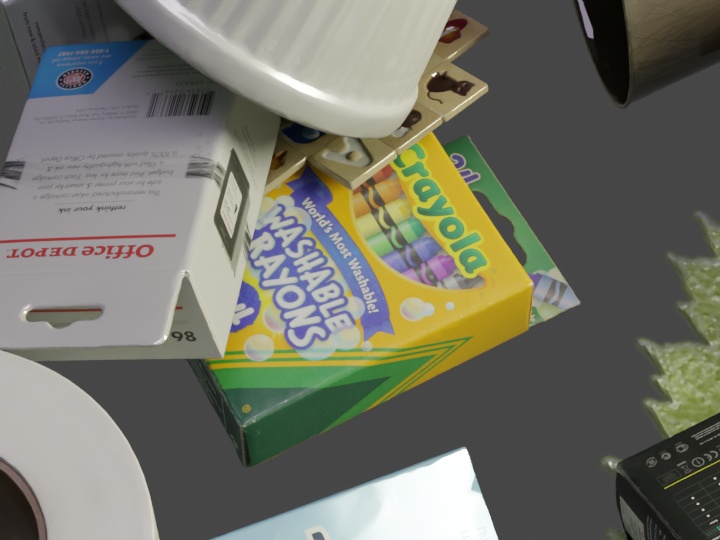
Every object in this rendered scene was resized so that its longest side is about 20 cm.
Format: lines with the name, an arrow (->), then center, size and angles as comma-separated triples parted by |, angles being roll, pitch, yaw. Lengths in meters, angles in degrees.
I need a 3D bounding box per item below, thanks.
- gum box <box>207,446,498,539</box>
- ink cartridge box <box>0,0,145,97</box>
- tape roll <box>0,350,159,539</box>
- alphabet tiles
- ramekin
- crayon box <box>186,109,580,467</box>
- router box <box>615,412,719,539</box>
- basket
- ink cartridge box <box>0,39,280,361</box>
gum box -> -0.015, 0.186, 0.899 | 0.199, 0.045, 0.171 | -17, 84, -32
ink cartridge box -> -0.148, -0.212, 1.211 | 0.200, 0.084, 0.145 | -34, 58, -18
tape roll -> -0.185, 0.154, 0.969 | 0.201, 0.139, 0.204 | 0, 58, 0
alphabet tiles -> -0.034, -0.114, 1.169 | 0.166, 0.006, 0.200 | -37, 49, -24
ramekin -> -0.039, -0.164, 1.067 | 0.202, 0.094, 0.203 | 30, 23, -14
crayon box -> 0.000, 0.000, 1.109 | 0.199, 0.052, 0.126 | -25, 62, -14
router box -> 0.243, 0.114, 1.006 | 0.199, 0.062, 0.150 | -24, 41, -12
basket -> 0.214, -0.201, 1.157 | 0.199, 0.136, 0.181 | -16, 99, -4
ink cartridge box -> -0.117, -0.021, 1.052 | 0.115, 0.067, 0.201 | -1, 50, 16
